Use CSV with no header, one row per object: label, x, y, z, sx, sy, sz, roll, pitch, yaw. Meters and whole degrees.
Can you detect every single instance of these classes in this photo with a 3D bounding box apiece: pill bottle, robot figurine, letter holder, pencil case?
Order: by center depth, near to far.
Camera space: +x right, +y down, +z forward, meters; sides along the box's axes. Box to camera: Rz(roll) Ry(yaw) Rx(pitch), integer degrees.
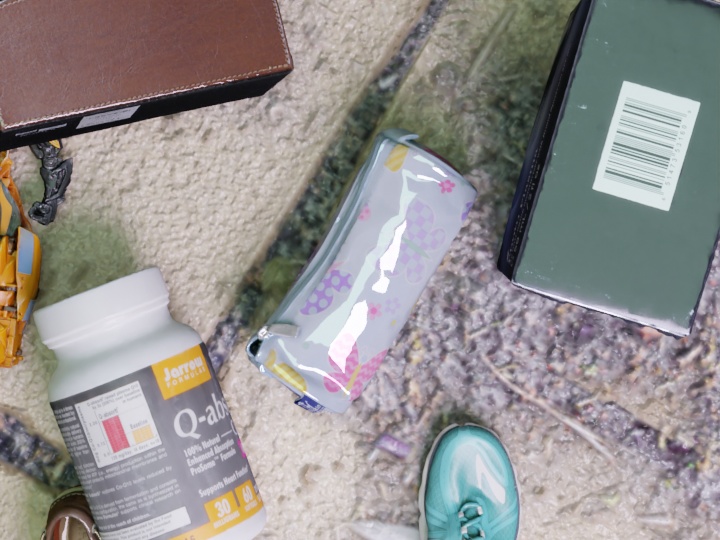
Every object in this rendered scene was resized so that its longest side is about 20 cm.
letter holder,-0.165,-0.176,1.029,0.198,0.101,0.143,-14,91,-16
pill bottle,-0.150,0.106,1.061,0.115,0.116,0.202,-20,93,2
pencil case,0.000,0.000,1.068,0.090,0.083,0.201,32,92,-23
robot figurine,-0.283,-0.035,1.084,0.144,0.058,0.202,6,93,-1

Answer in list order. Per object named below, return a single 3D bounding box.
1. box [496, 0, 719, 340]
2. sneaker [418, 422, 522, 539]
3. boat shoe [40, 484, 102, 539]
box,0.173,-0.074,1.004,0.122,0.198,0.202,16,93,3
sneaker,0.078,0.210,1.076,0.077,0.080,0.202,3,85,0
boat shoe,-0.197,0.261,1.089,0.074,0.075,0.204,-11,93,2
